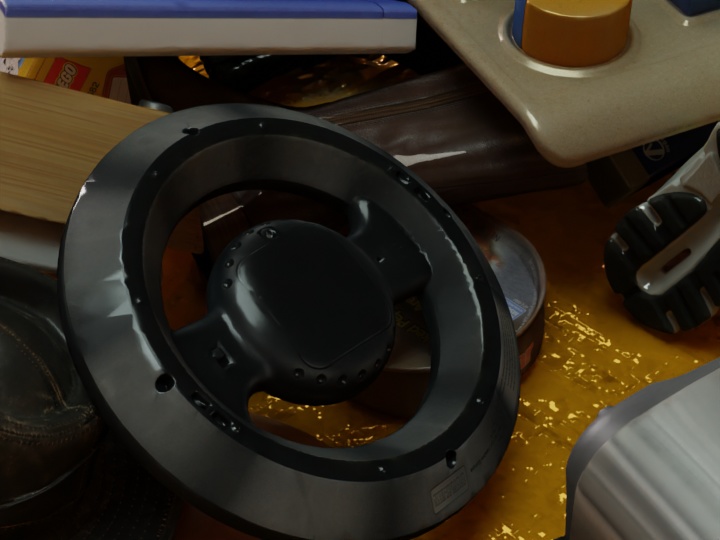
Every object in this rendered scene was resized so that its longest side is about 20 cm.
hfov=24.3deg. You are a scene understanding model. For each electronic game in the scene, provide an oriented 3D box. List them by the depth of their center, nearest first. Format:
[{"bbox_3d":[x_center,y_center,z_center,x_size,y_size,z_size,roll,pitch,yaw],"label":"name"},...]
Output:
[{"bbox_3d":[-0.024,0.017,0.665,0.199,0.042,0.201,15,52,-20],"label":"electronic game"}]

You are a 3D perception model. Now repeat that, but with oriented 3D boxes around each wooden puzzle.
[{"bbox_3d":[0.116,-0.147,0.786,0.184,0.047,0.200,-18,50,-20],"label":"wooden puzzle"}]

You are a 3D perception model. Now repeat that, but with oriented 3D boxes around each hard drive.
[{"bbox_3d":[-0.092,-0.119,0.775,0.199,0.026,0.132,-5,15,-31],"label":"hard drive"}]

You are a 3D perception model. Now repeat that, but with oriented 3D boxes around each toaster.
[{"bbox_3d":[0.163,0.098,0.591,0.199,0.114,0.129,-22,45,-19],"label":"toaster"}]

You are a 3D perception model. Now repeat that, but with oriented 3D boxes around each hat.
[{"bbox_3d":[-0.154,0.041,0.630,0.199,0.081,0.202,12,43,-12],"label":"hat"}]

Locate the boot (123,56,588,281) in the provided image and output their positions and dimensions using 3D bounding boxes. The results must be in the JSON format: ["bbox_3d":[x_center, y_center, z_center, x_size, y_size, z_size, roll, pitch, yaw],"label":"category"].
[{"bbox_3d":[-0.004,-0.079,0.808,0.199,0.065,0.187,-19,48,-13],"label":"boot"}]

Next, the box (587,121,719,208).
[{"bbox_3d":[0.171,-0.126,0.858,0.199,0.032,0.122,-28,82,-29],"label":"box"}]

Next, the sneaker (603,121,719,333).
[{"bbox_3d":[0.192,-0.051,0.724,0.090,0.200,0.078,-31,85,-45],"label":"sneaker"}]

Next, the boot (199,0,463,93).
[{"bbox_3d":[-0.008,-0.131,0.911,0.157,0.080,0.211,-18,39,-14],"label":"boot"}]

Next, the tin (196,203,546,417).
[{"bbox_3d":[0.000,0.000,0.789,0.112,0.042,0.200,-30,45,-30],"label":"tin"}]

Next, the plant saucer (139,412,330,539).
[{"bbox_3d":[-0.083,0.122,0.660,0.198,0.038,0.201,-5,41,4],"label":"plant saucer"}]

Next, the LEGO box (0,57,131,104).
[{"bbox_3d":[-0.137,-0.186,0.903,0.077,0.201,0.149,17,23,-37],"label":"LEGO box"}]

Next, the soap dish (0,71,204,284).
[{"bbox_3d":[-0.181,-0.053,0.739,0.199,0.082,0.157,12,1,-24],"label":"soap dish"}]
